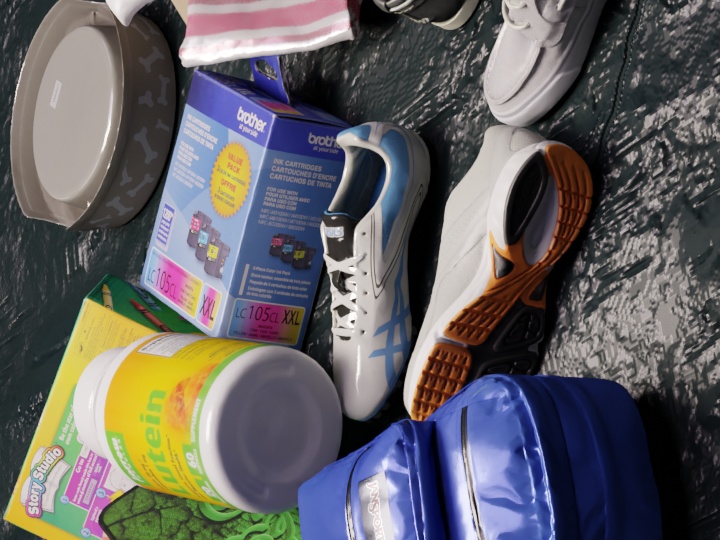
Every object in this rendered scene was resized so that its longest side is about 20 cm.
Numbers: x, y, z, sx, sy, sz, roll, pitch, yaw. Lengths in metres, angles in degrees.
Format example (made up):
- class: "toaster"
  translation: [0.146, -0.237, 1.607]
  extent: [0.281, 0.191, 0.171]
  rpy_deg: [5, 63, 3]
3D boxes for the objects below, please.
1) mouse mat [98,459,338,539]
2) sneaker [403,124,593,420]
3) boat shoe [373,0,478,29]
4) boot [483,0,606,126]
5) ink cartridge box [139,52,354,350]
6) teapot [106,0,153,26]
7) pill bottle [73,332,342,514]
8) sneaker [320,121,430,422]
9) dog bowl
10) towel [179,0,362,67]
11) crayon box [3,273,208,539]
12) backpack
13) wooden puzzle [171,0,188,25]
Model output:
- class: "mouse mat"
  translation: [-0.082, 0.173, 1.766]
  extent: [0.200, 0.160, 0.008]
  rpy_deg: [44, 163, 51]
- class: "sneaker"
  translation: [0.077, 0.003, 1.615]
  extent: [0.201, 0.075, 0.092]
  rpy_deg: [-65, 28, 12]
- class: "boat shoe"
  translation: [0.066, -0.257, 1.684]
  extent: [0.072, 0.067, 0.201]
  rpy_deg: [44, 118, 53]
- class: "boot"
  translation: [0.103, -0.181, 1.580]
  extent: [0.201, 0.095, 0.074]
  rpy_deg: [-62, 37, 27]
- class: "ink cartridge box"
  translation: [-0.079, -0.060, 1.855]
  extent: [0.136, 0.076, 0.201]
  rpy_deg: [30, 107, 55]
- class: "teapot"
  translation: [-0.103, -0.280, 1.709]
  extent: [0.197, 0.145, 0.201]
  rpy_deg: [-5, 100, 61]
- class: "pill bottle"
  translation: [-0.112, 0.100, 1.761]
  extent: [0.199, 0.111, 0.112]
  rpy_deg: [5, 87, 53]
- class: "sneaker"
  translation: [0.000, 0.000, 1.723]
  extent: [0.072, 0.072, 0.201]
  rpy_deg: [4, 88, 55]
- class: "dog bowl"
  translation: [-0.216, -0.125, 2.095]
  extent: [0.200, 0.058, 0.201]
  rpy_deg: [-19, 66, 54]
- class: "towel"
  translation: [-0.061, -0.245, 1.834]
  extent: [0.146, 0.030, 0.201]
  rpy_deg: [-8, 66, 30]
- class: "crayon box"
  translation: [-0.176, 0.119, 1.915]
  extent: [0.058, 0.118, 0.201]
  rpy_deg: [-57, -10, -68]
- class: "backpack"
  translation: [0.071, 0.153, 1.496]
  extent: [0.200, 0.167, 0.163]
  rpy_deg: [-31, 64, 46]
- class: "wooden puzzle"
  translation: [-0.118, -0.310, 2.002]
  extent: [0.186, 0.046, 0.201]
  rpy_deg: [58, 134, 46]
